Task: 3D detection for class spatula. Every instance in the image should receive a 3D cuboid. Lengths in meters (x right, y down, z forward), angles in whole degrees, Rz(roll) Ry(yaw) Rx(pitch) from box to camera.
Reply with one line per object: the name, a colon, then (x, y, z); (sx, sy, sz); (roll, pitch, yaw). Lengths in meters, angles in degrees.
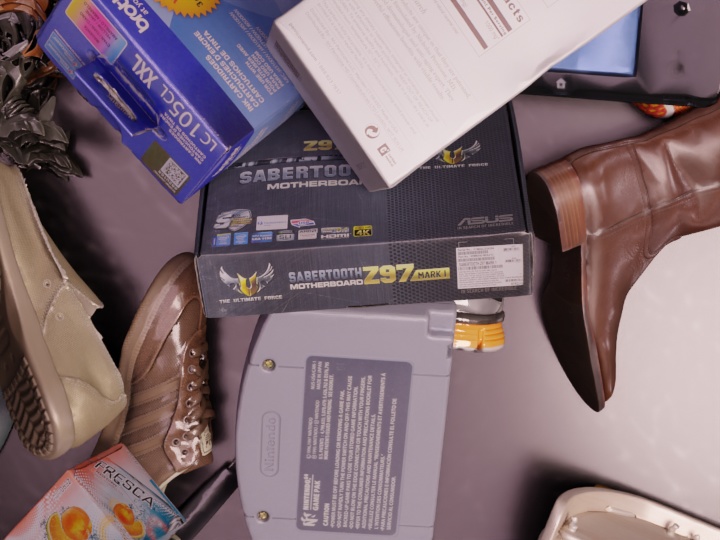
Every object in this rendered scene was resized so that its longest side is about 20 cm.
spatula: (-0.072, 0.125, 1.095); (0.056, 0.021, 0.200); (41, 99, -21)

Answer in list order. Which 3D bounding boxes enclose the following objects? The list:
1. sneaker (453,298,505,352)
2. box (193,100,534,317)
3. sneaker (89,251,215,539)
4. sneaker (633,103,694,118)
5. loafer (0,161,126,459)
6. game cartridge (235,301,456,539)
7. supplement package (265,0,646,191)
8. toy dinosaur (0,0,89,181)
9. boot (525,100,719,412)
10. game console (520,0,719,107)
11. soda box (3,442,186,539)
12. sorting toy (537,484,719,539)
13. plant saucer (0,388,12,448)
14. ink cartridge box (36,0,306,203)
sneaker: (0.000, 0.000, 1.064); (0.198, 0.078, 0.078); (11, 90, -7)
box: (0.002, -0.043, 1.018); (0.198, 0.158, 0.051); (-3, 125, 3)
sneaker: (-0.121, 0.089, 1.072); (0.075, 0.070, 0.201); (22, 104, 9)
sneaker: (0.184, -0.199, 1.054); (0.077, 0.073, 0.202); (-20, 98, -16)
loafer: (-0.203, 0.020, 1.039); (0.068, 0.076, 0.201); (-9, 73, -39)
game cartridge: (-0.013, 0.102, 1.046); (0.132, 0.042, 0.201); (6, 121, 2)
supplement package: (0.059, -0.147, 0.929); (0.199, 0.114, 0.110); (-36, 95, -4)
toy dinosaur: (-0.207, -0.137, 1.066); (0.198, 0.102, 0.137); (1, 78, 20)
boot: (0.212, -0.019, 1.060); (0.199, 0.064, 0.188); (-22, 123, -16)
game console: (0.128, -0.194, 1.003); (0.198, 0.031, 0.178); (6, 100, 10)
soda box: (-0.201, 0.200, 1.048); (0.068, 0.063, 0.200); (49, 116, 9)
sorting toy: (0.181, 0.250, 1.062); (0.199, 0.107, 0.181); (22, 101, 0)
plant saucer: (-0.305, 0.073, 1.045); (0.200, 0.039, 0.203); (-6, 101, -29)
ink cartridge box: (-0.097, -0.136, 0.998); (0.137, 0.076, 0.200); (48, 51, -1)
